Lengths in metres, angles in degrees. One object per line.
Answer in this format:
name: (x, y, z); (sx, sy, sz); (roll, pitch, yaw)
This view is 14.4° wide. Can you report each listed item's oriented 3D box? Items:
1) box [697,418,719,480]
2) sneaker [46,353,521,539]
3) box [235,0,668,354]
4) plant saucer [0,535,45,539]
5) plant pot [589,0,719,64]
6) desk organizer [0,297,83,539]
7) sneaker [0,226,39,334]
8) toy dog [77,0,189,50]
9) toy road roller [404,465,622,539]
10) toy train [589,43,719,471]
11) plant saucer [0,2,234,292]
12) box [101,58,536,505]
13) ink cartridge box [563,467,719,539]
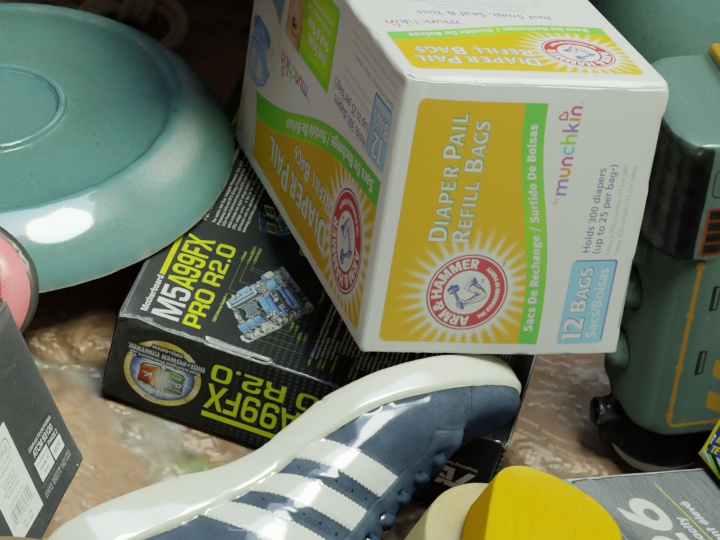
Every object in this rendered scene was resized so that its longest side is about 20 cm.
box: (0.232, 0.076, 1.102); (0.199, 0.064, 0.070); (9, 31, -36)
sneaker: (-0.017, 0.101, 1.015); (0.199, 0.075, 0.085); (-26, 72, -20)
box: (0.029, -0.060, 1.090); (0.101, 0.113, 0.200); (1, 25, -18)
plant saucer: (-0.084, 0.173, 0.878); (0.200, 0.029, 0.201); (31, 35, -25)
plant pot: (0.166, -0.104, 1.250); (0.195, 0.201, 0.200); (22, 38, 20)
desk organizer: (-0.169, 0.098, 0.954); (0.077, 0.072, 0.200); (-12, 27, 22)
sneaker: (-0.219, 0.004, 1.042); (0.199, 0.074, 0.087); (9, 7, 2)
toy dog: (-0.047, -0.168, 1.309); (0.199, 0.097, 0.132); (-2, 42, -22)
toy road roller: (0.060, 0.175, 0.873); (0.145, 0.123, 0.200); (26, 36, -14)
toy train: (0.151, -0.003, 1.106); (0.113, 0.201, 0.085); (-5, 41, -15)
plant saucer: (-0.151, -0.057, 1.160); (0.199, 0.028, 0.201); (0, 37, 0)
box: (0.000, 0.000, 1.169); (0.159, 0.044, 0.200); (18, 38, 2)
ink cartridge box: (0.151, 0.148, 1.009); (0.199, 0.047, 0.198); (1, 39, -47)
